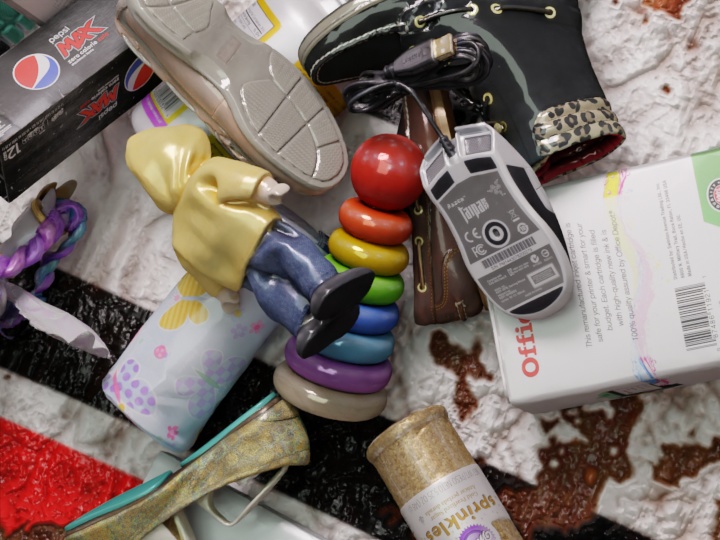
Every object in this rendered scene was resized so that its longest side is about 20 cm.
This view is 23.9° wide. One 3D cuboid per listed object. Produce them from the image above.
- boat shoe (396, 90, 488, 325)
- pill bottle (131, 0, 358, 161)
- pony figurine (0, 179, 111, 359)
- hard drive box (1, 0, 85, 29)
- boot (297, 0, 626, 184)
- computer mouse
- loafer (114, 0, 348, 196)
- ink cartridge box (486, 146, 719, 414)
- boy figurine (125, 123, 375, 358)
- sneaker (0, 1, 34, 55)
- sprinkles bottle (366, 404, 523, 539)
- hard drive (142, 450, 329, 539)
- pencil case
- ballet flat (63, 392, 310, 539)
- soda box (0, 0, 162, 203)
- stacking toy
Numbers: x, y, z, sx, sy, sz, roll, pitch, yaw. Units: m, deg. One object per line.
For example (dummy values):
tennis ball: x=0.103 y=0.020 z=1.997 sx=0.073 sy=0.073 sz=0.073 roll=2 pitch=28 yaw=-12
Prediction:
boat shoe: x=0.047 y=-0.060 z=1.234 sx=0.070 sy=0.070 sz=0.202 roll=-14 pitch=77 yaw=9
pill bottle: x=-0.067 y=-0.141 z=1.264 sx=0.200 sy=0.104 sz=0.105 roll=-39 pitch=72 yaw=6
pony figurine: x=-0.284 y=0.016 z=1.269 sx=0.200 sy=0.193 sz=0.167 roll=-39 pitch=111 yaw=1
hard drive box: x=-0.203 y=-0.253 z=1.272 sx=0.077 sy=0.200 sz=0.156 roll=38 pitch=91 yaw=18
boot: x=0.071 y=-0.127 z=1.166 sx=0.202 sy=0.074 sz=0.155 roll=-18 pitch=72 yaw=-4
computer mouse: x=0.078 y=-0.060 z=1.129 sx=0.109 sy=0.044 sz=0.201 roll=-25 pitch=99 yaw=32
loafer: x=-0.091 y=-0.128 z=1.190 sx=0.200 sy=0.063 sz=0.072 roll=46 pitch=55 yaw=-6
ink cartridge box: x=0.191 y=0.009 z=1.173 sx=0.198 sy=0.084 sz=0.146 roll=-12 pitch=77 yaw=14
boy figurine: x=-0.086 y=-0.025 z=1.166 sx=0.200 sy=0.064 sz=0.125 roll=41 pitch=135 yaw=23
sneaker: x=-0.288 y=-0.252 z=1.373 sx=0.087 sy=0.074 sz=0.200 roll=36 pitch=80 yaw=29
sprinkles bottle: x=0.080 y=0.194 z=1.182 sx=0.068 sy=0.068 sz=0.201 roll=-34 pitch=73 yaw=8
hard drive: x=-0.092 y=0.237 z=1.247 sx=0.199 sy=0.026 sz=0.133 roll=26 pitch=88 yaw=19
pencil case: x=-0.103 y=0.037 z=1.254 sx=0.200 sy=0.091 sz=0.083 roll=-50 pitch=50 yaw=2
ballet flat: x=-0.122 y=0.164 z=1.224 sx=0.199 sy=0.071 sz=0.071 roll=-33 pitch=73 yaw=8
soda box: x=-0.208 y=-0.142 z=1.242 sx=0.063 sy=0.071 sz=0.200 roll=37 pitch=61 yaw=20
stacking toy: x=0.000 y=0.000 z=1.201 sx=0.085 sy=0.085 sz=0.202 roll=19 pitch=104 yaw=18
